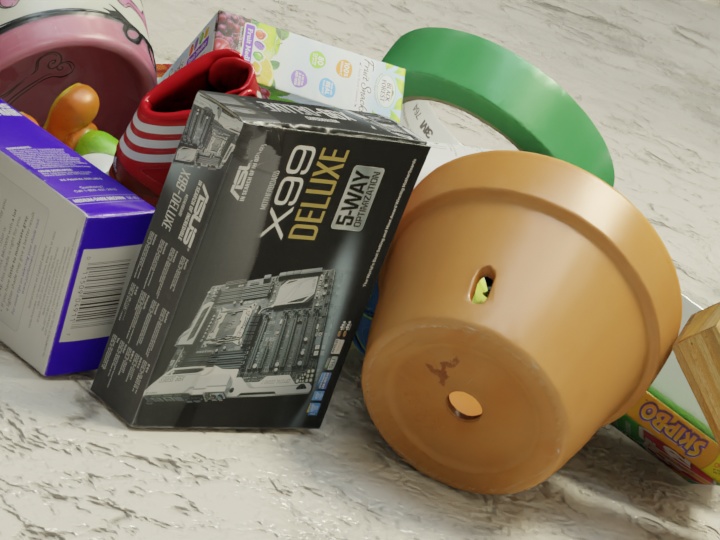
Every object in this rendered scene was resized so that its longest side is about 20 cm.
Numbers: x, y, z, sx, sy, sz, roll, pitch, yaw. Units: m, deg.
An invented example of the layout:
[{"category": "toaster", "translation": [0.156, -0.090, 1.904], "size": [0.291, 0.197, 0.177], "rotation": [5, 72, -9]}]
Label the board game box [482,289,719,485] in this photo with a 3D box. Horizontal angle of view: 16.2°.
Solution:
[{"category": "board game box", "translation": [0.164, 0.079, 1.732], "size": [0.200, 0.030, 0.096], "rotation": [39, -7, -2]}]

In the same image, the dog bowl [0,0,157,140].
[{"category": "dog bowl", "translation": [-0.226, -0.119, 1.726], "size": [0.199, 0.200, 0.074], "rotation": [6, 42, -43]}]

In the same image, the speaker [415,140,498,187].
[{"category": "speaker", "translation": [0.008, -0.052, 1.699], "size": [0.199, 0.082, 0.081], "rotation": [7, 19, -15]}]

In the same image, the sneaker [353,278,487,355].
[{"category": "sneaker", "translation": [0.000, 0.000, 1.746], "size": [0.199, 0.076, 0.105], "rotation": [25, 35, -12]}]

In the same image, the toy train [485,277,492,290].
[{"category": "toy train", "translation": [0.142, 0.031, 1.909], "size": [0.199, 0.087, 0.114], "rotation": [21, 7, 7]}]

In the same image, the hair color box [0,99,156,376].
[{"category": "hair color box", "translation": [-0.218, -0.030, 1.566], "size": [0.200, 0.110, 0.065], "rotation": [34, 26, 35]}]

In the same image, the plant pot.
[{"category": "plant pot", "translation": [0.088, 0.046, 1.598], "size": [0.199, 0.201, 0.140], "rotation": [24, 44, 9]}]

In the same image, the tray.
[{"category": "tray", "translation": [0.262, 0.122, 1.628], "size": [0.201, 0.037, 0.099], "rotation": [63, 18, -3]}]

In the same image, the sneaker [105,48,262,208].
[{"category": "sneaker", "translation": [-0.053, -0.071, 1.565], "size": [0.199, 0.116, 0.079], "rotation": [-1, 47, -29]}]

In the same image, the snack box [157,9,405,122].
[{"category": "snack box", "translation": [-0.074, -0.101, 1.774], "size": [0.141, 0.053, 0.200], "rotation": [15, -25, -20]}]

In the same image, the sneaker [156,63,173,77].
[{"category": "sneaker", "translation": [-0.139, -0.132, 2.001], "size": [0.199, 0.074, 0.077], "rotation": [2, 21, 25]}]

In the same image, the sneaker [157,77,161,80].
[{"category": "sneaker", "translation": [-0.111, -0.110, 1.911], "size": [0.198, 0.077, 0.081], "rotation": [8, 25, 1]}]

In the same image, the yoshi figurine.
[{"category": "yoshi figurine", "translation": [-0.142, -0.035, 1.628], "size": [0.200, 0.112, 0.112], "rotation": [47, 5, 11]}]

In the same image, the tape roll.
[{"category": "tape roll", "translation": [0.094, -0.096, 1.906], "size": [0.200, 0.048, 0.201], "rotation": [29, -24, 14]}]

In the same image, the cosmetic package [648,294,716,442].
[{"category": "cosmetic package", "translation": [0.200, 0.054, 1.786], "size": [0.199, 0.071, 0.101], "rotation": [35, -12, 0]}]

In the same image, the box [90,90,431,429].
[{"category": "box", "translation": [-0.060, -0.003, 1.524], "size": [0.157, 0.201, 0.050], "rotation": [5, 24, -46]}]
